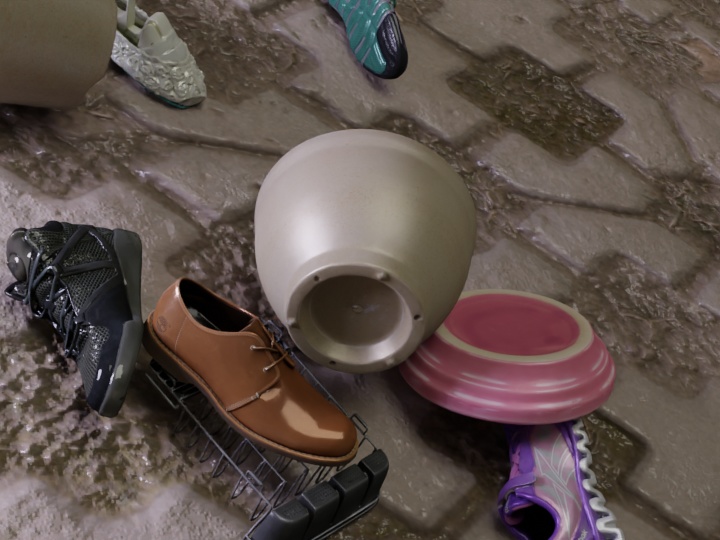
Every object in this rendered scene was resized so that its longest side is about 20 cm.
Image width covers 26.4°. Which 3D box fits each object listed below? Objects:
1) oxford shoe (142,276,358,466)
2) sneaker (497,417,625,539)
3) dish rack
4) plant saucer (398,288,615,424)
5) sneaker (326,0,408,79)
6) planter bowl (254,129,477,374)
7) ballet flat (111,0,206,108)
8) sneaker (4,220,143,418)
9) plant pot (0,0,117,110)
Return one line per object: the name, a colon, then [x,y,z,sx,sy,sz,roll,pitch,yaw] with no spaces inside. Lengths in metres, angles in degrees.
oxford shoe: [-0.080,0.080,1.196,0.199,0.072,0.071,35,35,2]
sneaker: [0.156,0.186,1.335,0.087,0.081,0.202,0,50,-25]
dish rack: [-0.079,0.127,1.244,0.200,0.055,0.153,47,38,18]
plant saucer: [0.133,0.070,1.387,0.198,0.051,0.201,4,23,-2]
sneaker: [0.023,-0.294,1.744,0.087,0.075,0.201,3,47,-40]
planter bowl: [0.000,0.000,1.306,0.198,0.201,0.135,24,36,-13]
ballet flat: [-0.228,-0.241,1.511,0.199,0.072,0.072,38,38,4]
sneaker: [-0.231,0.033,1.216,0.113,0.077,0.201,13,40,-22]
plant pot: [-0.323,-0.227,1.346,0.182,0.201,0.202,11,42,-42]
